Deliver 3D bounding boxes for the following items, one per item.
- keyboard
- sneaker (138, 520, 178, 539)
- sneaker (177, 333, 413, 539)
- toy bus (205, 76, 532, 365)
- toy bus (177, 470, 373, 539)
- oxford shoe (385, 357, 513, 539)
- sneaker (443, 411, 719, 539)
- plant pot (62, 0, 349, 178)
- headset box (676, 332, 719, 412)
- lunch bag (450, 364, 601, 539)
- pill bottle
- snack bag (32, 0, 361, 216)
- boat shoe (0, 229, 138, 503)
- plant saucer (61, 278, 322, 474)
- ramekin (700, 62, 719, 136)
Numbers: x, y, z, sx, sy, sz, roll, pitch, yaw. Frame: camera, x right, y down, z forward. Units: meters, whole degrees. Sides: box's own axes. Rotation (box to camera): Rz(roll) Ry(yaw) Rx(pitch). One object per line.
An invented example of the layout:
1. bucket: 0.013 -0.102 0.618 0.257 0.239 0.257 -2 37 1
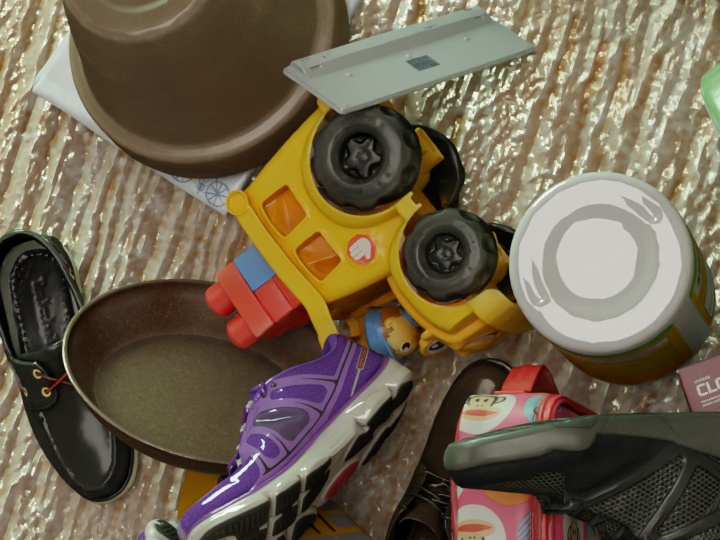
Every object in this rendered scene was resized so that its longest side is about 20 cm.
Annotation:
1. keyboard: 0.036 -0.141 1.548 0.056 0.200 0.011 42 131 24
2. sneaker: -0.125 0.266 1.553 0.083 0.081 0.200 -21 71 24
3. sneaker: -0.052 0.113 1.450 0.083 0.081 0.200 33 49 18
4. toy bus: 0.000 0.000 1.551 0.192 0.136 0.200 -41 74 10
5. toy bus: -0.046 0.183 1.509 0.200 0.078 0.065 40 121 42
6. oxford shoe: 0.061 0.151 1.529 0.073 0.084 0.200 14 82 18
7. sneaker: 0.144 0.137 1.328 0.199 0.076 0.114 2 84 -23
8. plant pot: -0.121 -0.181 1.572 0.200 0.175 0.201 -3 75 12
9. headset box: 0.264 0.133 1.445 0.077 0.149 0.200 -22 76 9
10. lunch bag: 0.113 0.147 1.456 0.082 0.200 0.177 -4 79 19
11. pill bottle: 0.165 0.013 1.467 0.111 0.200 0.111 -3 78 14
12. snack bag: -0.114 -0.167 1.668 0.188 0.021 0.200 34 89 18
13. boat shoe: -0.212 0.067 1.628 0.074 0.063 0.202 -21 76 7
14. plant saucer: -0.102 0.077 1.553 0.200 0.200 0.037 27 125 18
15. ramekin: 0.297 -0.069 1.455 0.098 0.200 0.200 -32 73 15
